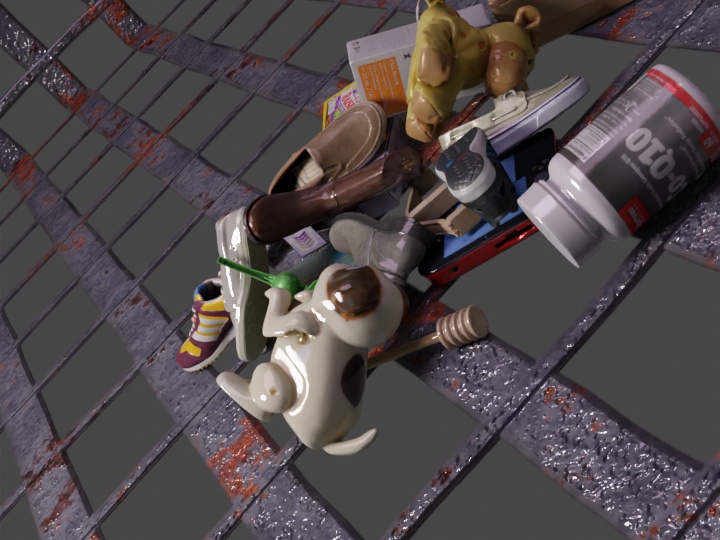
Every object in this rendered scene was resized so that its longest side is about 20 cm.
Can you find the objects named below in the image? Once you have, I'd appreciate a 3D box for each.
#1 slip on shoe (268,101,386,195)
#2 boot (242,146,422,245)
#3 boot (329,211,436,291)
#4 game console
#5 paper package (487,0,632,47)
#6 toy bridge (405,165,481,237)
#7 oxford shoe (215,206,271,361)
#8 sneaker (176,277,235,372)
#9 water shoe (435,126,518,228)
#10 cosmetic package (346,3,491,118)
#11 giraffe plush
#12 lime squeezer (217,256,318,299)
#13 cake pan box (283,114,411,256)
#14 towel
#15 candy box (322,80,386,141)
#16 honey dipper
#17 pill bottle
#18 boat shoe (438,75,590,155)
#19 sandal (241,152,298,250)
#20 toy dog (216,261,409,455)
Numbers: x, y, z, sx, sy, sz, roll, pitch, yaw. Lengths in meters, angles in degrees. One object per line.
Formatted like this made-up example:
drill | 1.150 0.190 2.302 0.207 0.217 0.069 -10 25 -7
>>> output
slip on shoe | -0.049 -0.158 1.546 0.200 0.076 0.061 -36 -13 20
boot | -0.030 -0.099 1.425 0.199 0.064 0.186 -18 7 35
boot | 0.000 0.000 1.369 0.200 0.068 0.131 3 63 58
game console | 0.153 -0.078 1.344 0.200 0.031 0.177 -30 32 24
paper package | 0.288 -0.425 1.550 0.190 0.103 0.200 -21 36 34
toy bridge | 0.088 -0.078 1.383 0.067 0.027 0.200 -42 22 3
oxford shoe | -0.155 0.018 1.458 0.058 0.201 0.075 -3 3 24
sneaker | -0.207 0.060 1.552 0.200 0.090 0.075 -40 26 27
water shoe | 0.136 -0.103 1.297 0.071 0.079 0.200 -38 16 17
cosmetic package | 0.090 -0.286 1.558 0.199 0.102 0.071 -15 35 6
giraffe plush | 0.149 -0.266 1.439 0.173 0.161 0.201 102 173 -64
lime squeezer | -0.086 0.022 1.385 0.199 0.071 0.038 16 95 33
cake pan box | -0.017 -0.129 1.614 0.184 0.052 0.200 -29 32 30
towel | -0.055 0.022 1.496 0.200 0.022 0.147 -30 32 27
candy box | -0.011 -0.222 1.653 0.102 0.026 0.200 -29 31 18
honey dipper | 0.055 0.089 1.253 0.200 0.038 0.038 -27 33 37
pill bottle | 0.266 -0.103 1.142 0.200 0.114 0.114 -43 28 5
boat shoe | 0.186 -0.189 1.385 0.200 0.062 0.072 -32 2 16
sandal | -0.148 -0.089 1.672 0.207 0.059 0.079 -70 13 -14
toy dog | -0.035 0.083 1.228 0.194 0.139 0.200 39 103 40
